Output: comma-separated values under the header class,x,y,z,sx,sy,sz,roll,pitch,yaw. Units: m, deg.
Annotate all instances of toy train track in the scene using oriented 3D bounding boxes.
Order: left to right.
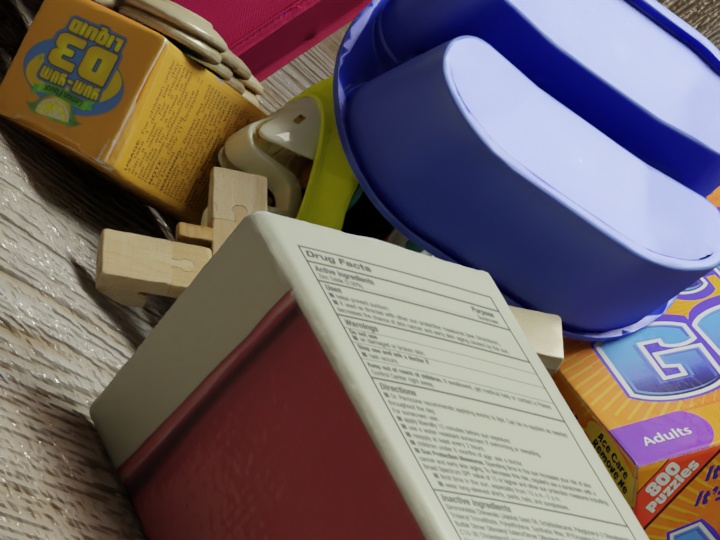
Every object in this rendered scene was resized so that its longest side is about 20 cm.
class,x,y,z,sx,sy,sz,roll,pitch,yaw
toy train track,-0.014,0.020,1.095,0.200,0.033,0.115,11,49,-14

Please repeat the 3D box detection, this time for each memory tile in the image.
class,x,y,z,sx,sy,sz,roll,pitch,yaw
memory tile,-0.120,-0.124,1.199,0.153,0.017,0.200,27,-1,5

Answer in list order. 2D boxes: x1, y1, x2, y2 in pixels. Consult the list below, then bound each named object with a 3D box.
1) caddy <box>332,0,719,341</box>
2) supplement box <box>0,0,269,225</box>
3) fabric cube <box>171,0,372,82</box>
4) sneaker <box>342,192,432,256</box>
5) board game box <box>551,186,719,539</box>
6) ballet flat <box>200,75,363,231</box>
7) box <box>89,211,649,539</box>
class,x,y,z,sx,sy,sz,roll,pitch,yaw
caddy,0.082,-0.057,1.174,0.200,0.105,0.141,34,56,-16
supplement box,-0.091,-0.064,1.183,0.066,0.069,0.200,26,0,19
fabric cube,-0.073,-0.218,1.415,0.199,0.200,0.196,56,-8,0
sneaker,0.000,0.001,1.262,0.093,0.070,0.200,59,39,-70
board game box,0.163,0.092,1.279,0.200,0.200,0.200,-128,-148,-47
ballet flat,-0.037,-0.026,1.162,0.067,0.067,0.200,33,54,-26
box,0.013,0.094,0.898,0.128,0.109,0.200,15,35,-44
